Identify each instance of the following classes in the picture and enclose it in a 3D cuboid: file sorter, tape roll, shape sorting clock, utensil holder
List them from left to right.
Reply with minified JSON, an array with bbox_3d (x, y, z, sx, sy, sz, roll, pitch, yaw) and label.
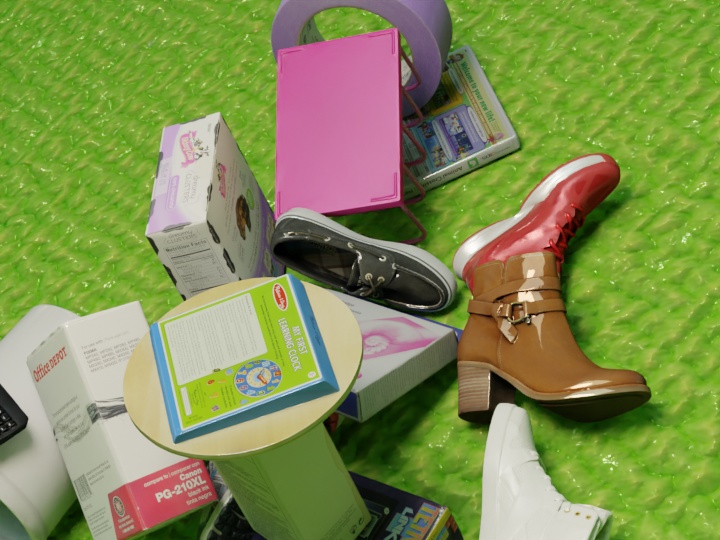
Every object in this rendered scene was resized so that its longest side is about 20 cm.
[{"bbox_3d":[-0.334,0.160,1.656,0.169,0.171,0.201,11,51,35],"label":"utensil holder"},{"bbox_3d":[-0.094,0.077,1.318,0.198,0.039,0.201,-11,41,10],"label":"shape sorting clock"},{"bbox_3d":[-0.005,-0.132,1.765,0.137,0.125,0.202,-8,66,18],"label":"file sorter"},{"bbox_3d":[0.002,-0.263,1.850,0.198,0.201,0.066,-3,45,25],"label":"tape roll"}]

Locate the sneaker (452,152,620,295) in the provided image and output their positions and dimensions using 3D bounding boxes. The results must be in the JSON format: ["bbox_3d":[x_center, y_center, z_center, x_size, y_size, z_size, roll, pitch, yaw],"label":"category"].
[{"bbox_3d":[0.199,-0.022,1.645,0.199,0.078,0.116,-39,49,5],"label":"sneaker"}]

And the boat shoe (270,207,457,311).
[{"bbox_3d":[0.000,0.000,1.665,0.198,0.069,0.057,22,36,4],"label":"boat shoe"}]

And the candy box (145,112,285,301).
[{"bbox_3d":[-0.147,-0.034,1.727,0.071,0.201,0.169,-13,42,15],"label":"candy box"}]

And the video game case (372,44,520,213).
[{"bbox_3d":[0.072,-0.165,1.882,0.181,0.022,0.201,-24,40,4],"label":"video game case"}]

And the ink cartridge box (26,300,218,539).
[{"bbox_3d":[-0.226,0.147,1.533,0.084,0.202,0.145,-19,-8,-30],"label":"ink cartridge box"}]

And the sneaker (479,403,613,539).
[{"bbox_3d":[0.165,0.205,1.424,0.114,0.074,0.202,-7,55,19],"label":"sneaker"}]

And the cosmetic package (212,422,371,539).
[{"bbox_3d":[-0.075,0.159,1.407,0.103,0.201,0.073,25,59,40],"label":"cosmetic package"}]

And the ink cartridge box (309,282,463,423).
[{"bbox_3d":[-0.009,0.065,1.616,0.195,0.044,0.199,17,34,38],"label":"ink cartridge box"}]

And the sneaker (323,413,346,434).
[{"bbox_3d":[-0.096,0.127,1.639,0.198,0.081,0.075,11,32,30],"label":"sneaker"}]

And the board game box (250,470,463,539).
[{"bbox_3d":[-0.029,0.278,1.458,0.164,0.057,0.201,16,56,36],"label":"board game box"}]

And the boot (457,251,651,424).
[{"bbox_3d":[0.180,0.060,1.528,0.199,0.076,0.157,-9,65,38],"label":"boot"}]

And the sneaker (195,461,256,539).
[{"bbox_3d":[-0.109,0.192,1.545,0.086,0.077,0.202,23,91,55],"label":"sneaker"}]

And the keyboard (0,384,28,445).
[{"bbox_3d":[-0.408,0.114,1.576,0.104,0.040,0.200,-35,45,-20],"label":"keyboard"}]
